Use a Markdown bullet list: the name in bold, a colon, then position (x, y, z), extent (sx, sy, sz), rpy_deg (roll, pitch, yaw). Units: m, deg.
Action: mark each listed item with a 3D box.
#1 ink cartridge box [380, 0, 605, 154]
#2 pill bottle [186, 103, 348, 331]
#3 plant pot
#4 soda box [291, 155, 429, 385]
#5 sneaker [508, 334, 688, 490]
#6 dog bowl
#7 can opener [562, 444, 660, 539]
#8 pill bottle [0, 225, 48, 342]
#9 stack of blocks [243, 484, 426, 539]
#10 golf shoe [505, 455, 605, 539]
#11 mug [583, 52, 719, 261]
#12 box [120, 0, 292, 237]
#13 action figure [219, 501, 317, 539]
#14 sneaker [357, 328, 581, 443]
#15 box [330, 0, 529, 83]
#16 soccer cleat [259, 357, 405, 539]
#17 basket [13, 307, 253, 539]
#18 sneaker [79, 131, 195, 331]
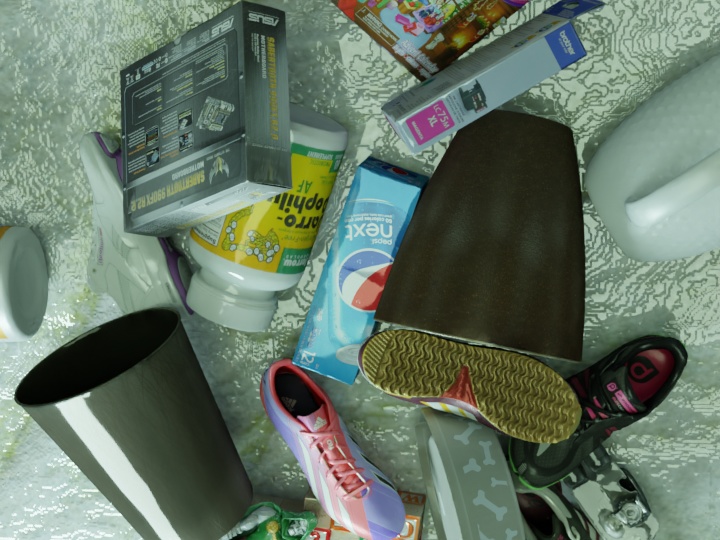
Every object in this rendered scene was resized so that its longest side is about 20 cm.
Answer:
- **ink cartridge box**: position (0.117, -0.171, 1.161), extent (0.200, 0.119, 0.042), rpy_deg (-32, 104, 3)
- **pill bottle**: position (-0.092, -0.051, 1.236), extent (0.113, 0.113, 0.200), rpy_deg (21, 104, 3)
- **plant pot**: position (0.122, -0.035, 1.189), extent (0.187, 0.187, 0.200), rpy_deg (11, 88, 6)
- **soda box**: position (0.000, 0.000, 1.257), extent (0.064, 0.068, 0.200), rpy_deg (19, 105, 4)
- **sneaker**: position (0.213, 0.118, 1.212), extent (0.200, 0.084, 0.077), rpy_deg (-39, 82, -13)
- **dog bowl**: position (0.102, 0.215, 1.232), extent (0.059, 0.200, 0.200), rpy_deg (-12, 101, -5)
- **can opener**: position (0.211, 0.178, 1.281), extent (0.053, 0.067, 0.200), rpy_deg (-37, 82, 14)
- **pill bottle**: position (-0.414, 0.015, 1.300), extent (0.200, 0.112, 0.112), rpy_deg (-2, 103, 8)
- **stack of blocks**: position (-0.042, 0.268, 1.329), extent (0.200, 0.059, 0.115), rpy_deg (8, 103, 7)
- **golf shoe**: position (0.193, 0.261, 1.279), extent (0.077, 0.088, 0.200), rpy_deg (-41, 96, 13)
- **mug**: position (0.281, -0.084, 1.129), extent (0.175, 0.200, 0.148), rpy_deg (-31, 92, 21)
- **box**: position (-0.138, -0.127, 1.176), extent (0.200, 0.048, 0.159), rpy_deg (-17, 73, 48)
- **action figure**: position (-0.126, 0.281, 1.290), extent (0.200, 0.055, 0.118), rpy_deg (-32, 94, 11)
- **sneaker**: position (0.095, 0.095, 1.183), extent (0.200, 0.090, 0.075), rpy_deg (20, 88, -5)
- **box**: position (0.055, -0.248, 1.133), extent (0.137, 0.200, 0.039), rpy_deg (-38, 59, 15)
- **soccer cleat**: position (-0.029, 0.168, 1.265), extent (0.067, 0.076, 0.200), rpy_deg (-32, 72, -15)
- **basket**: position (-0.197, 0.158, 1.262), extent (0.180, 0.136, 0.200), rpy_deg (-18, 114, 23)
- **sneaker**: position (-0.232, -0.032, 1.280), extent (0.100, 0.075, 0.200), rpy_deg (-20, 99, 14)
